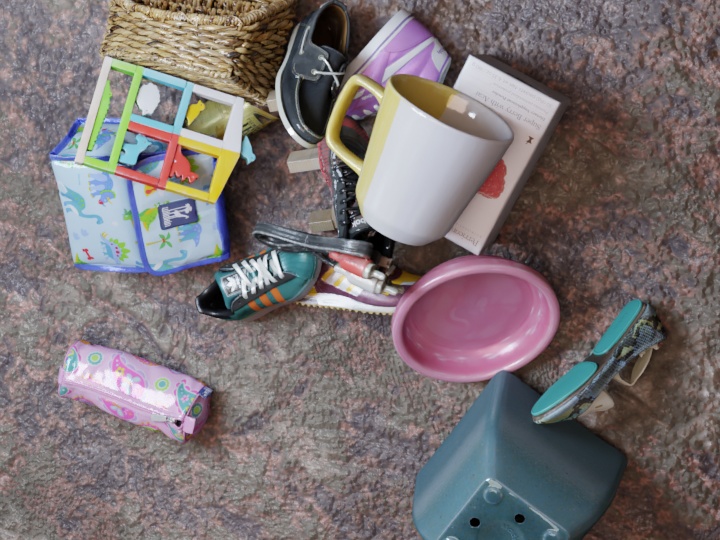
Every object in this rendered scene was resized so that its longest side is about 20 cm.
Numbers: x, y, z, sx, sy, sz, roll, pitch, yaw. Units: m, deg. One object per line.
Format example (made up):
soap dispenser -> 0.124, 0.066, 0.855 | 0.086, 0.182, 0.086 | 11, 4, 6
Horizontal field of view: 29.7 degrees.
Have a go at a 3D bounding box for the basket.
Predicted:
basket -> -0.196, -0.296, 1.604 | 0.200, 0.143, 0.149 | 15, 87, 24

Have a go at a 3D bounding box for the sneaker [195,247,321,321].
sneaker -> -0.127, 0.015, 1.659 | 0.200, 0.080, 0.071 | -35, 67, 43

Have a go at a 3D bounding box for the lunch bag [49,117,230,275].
lunch bag -> -0.264, -0.089, 1.675 | 0.200, 0.128, 0.170 | 3, 125, 10

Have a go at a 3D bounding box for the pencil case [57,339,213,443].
pencil case -> -0.292, 0.158, 1.764 | 0.200, 0.087, 0.088 | 20, 103, 11

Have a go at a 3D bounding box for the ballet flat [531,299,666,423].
ballet flat -> 0.288, 0.123, 1.593 | 0.074, 0.074, 0.200 | 45, 81, 3

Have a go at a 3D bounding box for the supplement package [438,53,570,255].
supplement package -> 0.142, -0.138, 1.587 | 0.121, 0.120, 0.200 | 29, 105, 8

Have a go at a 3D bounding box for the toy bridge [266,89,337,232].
toy bridge -> -0.054, -0.136, 1.636 | 0.067, 0.027, 0.200 | -6, 126, 17

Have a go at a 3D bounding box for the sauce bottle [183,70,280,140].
sauce bottle -> -0.134, -0.204, 1.673 | 0.200, 0.065, 0.065 | -28, 92, 18

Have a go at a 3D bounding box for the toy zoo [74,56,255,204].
toy zoo -> -0.219, -0.158, 1.583 | 0.200, 0.020, 0.131 | 17, 82, -12

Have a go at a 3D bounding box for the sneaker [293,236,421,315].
sneaker -> 0.000, 0.000, 1.669 | 0.200, 0.075, 0.090 | 3, 105, 13

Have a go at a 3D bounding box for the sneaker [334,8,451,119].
sneaker -> 0.024, -0.204, 1.632 | 0.114, 0.073, 0.200 | 44, 106, 0

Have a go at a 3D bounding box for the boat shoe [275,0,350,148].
boat shoe -> -0.050, -0.230, 1.567 | 0.072, 0.200, 0.068 | 31, 138, -30

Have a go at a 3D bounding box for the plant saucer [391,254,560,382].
plant saucer -> 0.135, 0.051, 1.614 | 0.200, 0.051, 0.201 | -4, 135, -4

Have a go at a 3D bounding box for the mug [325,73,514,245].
mug -> 0.062, -0.122, 1.494 | 0.149, 0.187, 0.153 | 10, 117, -31

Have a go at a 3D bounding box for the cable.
cable -> -0.047, -0.017, 1.538 | 0.200, 0.097, 0.050 | 14, 78, 23

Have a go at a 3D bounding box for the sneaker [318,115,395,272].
sneaker -> -0.001, -0.084, 1.580 | 0.071, 0.098, 0.201 | -13, 101, -4

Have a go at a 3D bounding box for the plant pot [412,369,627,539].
plant pot -> 0.178, 0.274, 1.592 | 0.196, 0.200, 0.196 | 36, 110, 1
